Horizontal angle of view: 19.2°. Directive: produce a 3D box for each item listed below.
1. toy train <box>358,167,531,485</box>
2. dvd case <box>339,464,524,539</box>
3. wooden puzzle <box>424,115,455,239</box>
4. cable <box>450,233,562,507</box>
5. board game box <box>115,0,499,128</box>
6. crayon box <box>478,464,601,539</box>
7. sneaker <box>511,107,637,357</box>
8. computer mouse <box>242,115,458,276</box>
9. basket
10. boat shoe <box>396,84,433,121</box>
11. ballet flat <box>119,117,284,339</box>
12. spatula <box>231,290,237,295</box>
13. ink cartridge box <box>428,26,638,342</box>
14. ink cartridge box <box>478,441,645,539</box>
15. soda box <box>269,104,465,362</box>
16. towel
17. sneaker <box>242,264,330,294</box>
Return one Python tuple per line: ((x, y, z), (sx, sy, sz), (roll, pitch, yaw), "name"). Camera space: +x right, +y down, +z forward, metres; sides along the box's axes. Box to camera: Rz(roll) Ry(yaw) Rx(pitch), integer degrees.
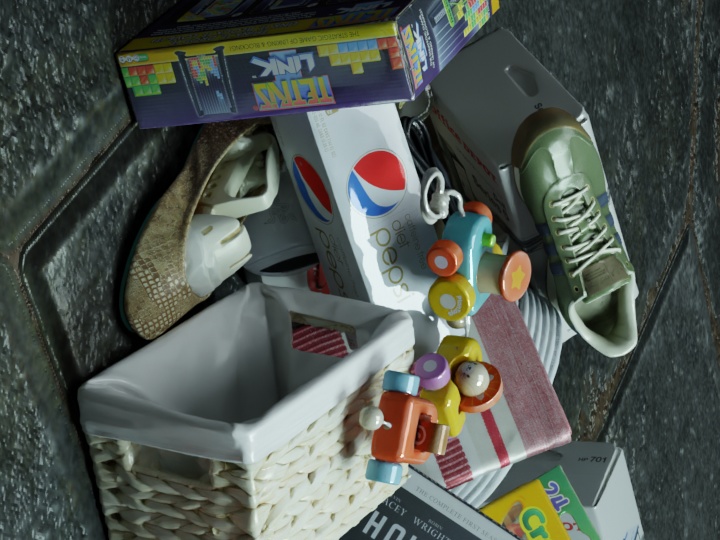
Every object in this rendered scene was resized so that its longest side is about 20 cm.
((0.060, 0.044, 1.354), (0.150, 0.055, 0.202), (33, 68, -67), "toy train")
((0.018, 0.242, 1.441), (0.201, 0.150, 0.025), (-57, -179, 0), "dvd case")
((0.047, -0.064, 1.720), (0.201, 0.046, 0.186), (66, 34, -47), "wooden puzzle")
((0.075, 0.096, 1.614), (0.069, 0.200, 0.201), (27, 37, -16), "cable")
((-0.031, -0.154, 1.371), (0.165, 0.198, 0.057), (-51, 131, -53), "board game box")
((0.101, 0.244, 1.596), (0.126, 0.199, 0.052), (60, -13, 5), "crayon box")
((0.167, -0.020, 1.560), (0.090, 0.067, 0.201), (-123, -168, -47), "sneaker")
((-0.006, -0.044, 1.487), (0.199, 0.044, 0.110), (-16, 78, -36), "computer mouse")
((-0.066, 0.105, 1.345), (0.200, 0.135, 0.124), (-32, 125, -52), "basket")
((-0.002, -0.129, 1.546), (0.200, 0.060, 0.072), (-3, 77, -53), "boat shoe")
((-0.095, -0.037, 1.388), (0.071, 0.065, 0.201), (66, 34, -43), "ballet flat")
((-0.081, 0.112, 1.462), (0.057, 0.020, 0.201), (-46, 131, -49), "spatula")
((0.131, -0.067, 1.669), (0.146, 0.084, 0.201), (52, -11, 46), "ink cartridge box")
((0.168, 0.251, 1.842), (0.086, 0.145, 0.201), (-58, 139, -46), "ink cartridge box")
((0.004, -0.038, 1.417), (0.063, 0.068, 0.201), (-29, 116, -20), "soda box")
((0.032, 0.087, 1.489), (0.023, 0.199, 0.145), (111, -42, -74), "towel")
((0.000, -0.001, 1.539), (0.201, 0.107, 0.068), (29, 63, -61), "sneaker")
